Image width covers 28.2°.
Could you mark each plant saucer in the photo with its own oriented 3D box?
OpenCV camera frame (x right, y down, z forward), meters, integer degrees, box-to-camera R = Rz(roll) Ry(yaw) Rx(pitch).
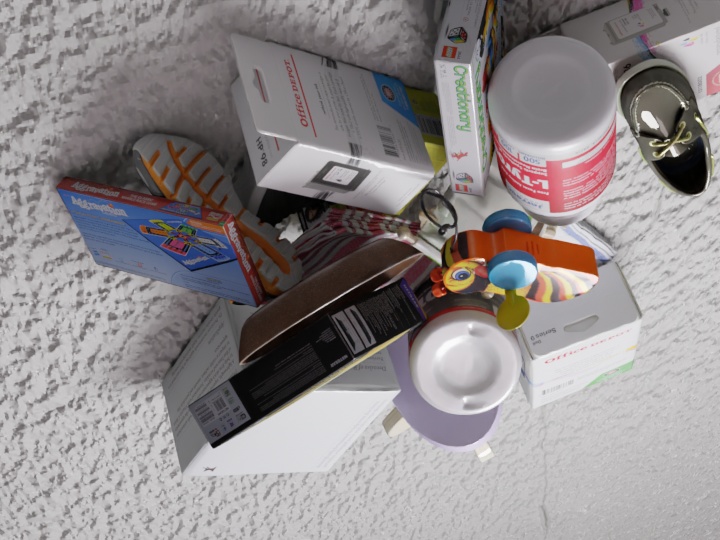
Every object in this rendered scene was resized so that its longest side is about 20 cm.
[{"bbox_3d":[-0.034,0.023,1.335,0.200,0.035,0.200,-31,175,-3],"label":"plant saucer"}]

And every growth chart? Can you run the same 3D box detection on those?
[{"bbox_3d":[0.144,-0.071,1.425,0.145,0.018,0.200,40,82,-23],"label":"growth chart"}]

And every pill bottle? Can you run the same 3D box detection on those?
[{"bbox_3d":[0.105,0.059,1.514,0.113,0.200,0.114,0,111,0],"label":"pill bottle"},{"bbox_3d":[0.178,-0.119,1.315,0.112,0.113,0.200,-19,156,2],"label":"pill bottle"}]

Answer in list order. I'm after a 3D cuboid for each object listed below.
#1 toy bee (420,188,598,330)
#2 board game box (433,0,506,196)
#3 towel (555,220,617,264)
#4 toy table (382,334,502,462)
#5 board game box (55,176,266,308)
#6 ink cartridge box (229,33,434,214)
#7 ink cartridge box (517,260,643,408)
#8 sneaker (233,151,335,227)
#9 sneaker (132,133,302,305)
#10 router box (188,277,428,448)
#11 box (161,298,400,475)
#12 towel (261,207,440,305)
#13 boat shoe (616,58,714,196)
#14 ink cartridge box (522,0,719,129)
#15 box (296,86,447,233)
[{"bbox_3d":[0.120,-0.013,1.365,0.200,0.131,0.109,34,134,-11],"label":"toy bee"},{"bbox_3d":[0.101,-0.173,1.273,0.034,0.127,0.200,9,152,13],"label":"board game box"},{"bbox_3d":[0.192,0.000,1.697,0.200,0.024,0.147,-31,146,20],"label":"towel"},{"bbox_3d":[0.099,0.133,1.685,0.183,0.201,0.117,-19,154,7],"label":"toy table"},{"bbox_3d":[-0.183,-0.027,1.310,0.199,0.019,0.103,14,142,31],"label":"board game box"},{"bbox_3d":[-0.041,-0.129,1.278,0.199,0.116,0.067,11,140,-38],"label":"ink cartridge box"},{"bbox_3d":[0.262,0.082,1.774,0.145,0.088,0.200,-21,159,-2],"label":"ink cartridge box"},{"bbox_3d":[-0.075,-0.064,1.404,0.099,0.071,0.200,4,139,-24],"label":"sneaker"},{"bbox_3d":[-0.145,-0.041,1.333,0.077,0.078,0.200,-29,108,39],"label":"sneaker"},{"bbox_3d":[-0.050,0.090,1.410,0.200,0.052,0.157,-34,175,32],"label":"router box"},{"bbox_3d":[-0.095,0.133,1.653,0.199,0.131,0.199,4,144,-32],"label":"box"},{"bbox_3d":[0.000,0.000,1.445,0.199,0.030,0.146,8,141,-42],"label":"towel"},{"bbox_3d":[0.295,-0.134,1.369,0.072,0.060,0.202,-27,150,13],"label":"boat shoe"},{"bbox_3d":[0.260,-0.199,1.369,0.199,0.068,0.117,-20,150,4],"label":"ink cartridge box"},{"bbox_3d":[0.013,-0.088,1.413,0.050,0.075,0.200,7,142,-36],"label":"box"}]
